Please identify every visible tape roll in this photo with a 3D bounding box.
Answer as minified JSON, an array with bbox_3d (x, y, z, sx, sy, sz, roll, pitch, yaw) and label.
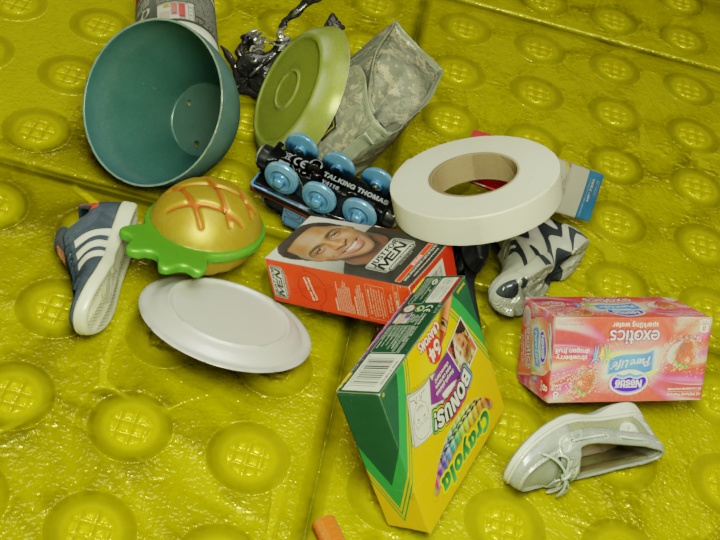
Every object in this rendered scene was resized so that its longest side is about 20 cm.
[{"bbox_3d":[0.132,-0.095,1.316,0.199,0.038,0.204,-8,32,5],"label":"tape roll"}]

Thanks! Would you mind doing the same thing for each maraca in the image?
[{"bbox_3d":[-0.190,-0.045,1.317,0.135,0.109,0.200,23,30,18],"label":"maraca"}]

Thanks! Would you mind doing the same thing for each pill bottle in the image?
[{"bbox_3d":[-0.252,-0.314,1.575,0.114,0.117,0.202,2,45,-14],"label":"pill bottle"}]

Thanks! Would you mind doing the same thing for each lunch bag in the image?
[{"bbox_3d":[-0.002,-0.200,1.483,0.117,0.163,0.201,41,42,-14],"label":"lunch bag"}]

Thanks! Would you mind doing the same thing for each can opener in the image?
[{"bbox_3d":[0.118,0.024,1.384,0.062,0.079,0.203,11,54,-7],"label":"can opener"}]

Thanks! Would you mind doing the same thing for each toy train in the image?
[{"bbox_3d":[-0.042,-0.085,1.405,0.197,0.115,0.087,24,50,9],"label":"toy train"}]

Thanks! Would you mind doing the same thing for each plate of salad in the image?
[{"bbox_3d":[-0.151,0.065,1.266,0.197,0.049,0.201,18,22,-7],"label":"plate of salad"}]

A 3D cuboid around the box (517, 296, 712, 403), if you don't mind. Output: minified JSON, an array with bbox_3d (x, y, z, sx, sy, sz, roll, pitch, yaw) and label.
[{"bbox_3d":[0.289,0.090,1.314,0.196,0.105,0.095,2,12,-16],"label":"box"}]

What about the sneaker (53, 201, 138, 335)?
[{"bbox_3d":[-0.311,-0.005,1.286,0.083,0.076,0.202,7,38,1],"label":"sneaker"}]

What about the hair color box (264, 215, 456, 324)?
[{"bbox_3d":[0.000,0.000,1.300,0.197,0.062,0.102,10,38,32],"label":"hair color box"}]

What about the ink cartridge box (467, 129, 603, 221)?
[{"bbox_3d":[0.209,-0.124,1.469,0.115,0.068,0.198,25,9,41],"label":"ink cartridge box"}]

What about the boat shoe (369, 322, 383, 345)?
[{"bbox_3d":[0.053,0.055,1.326,0.071,0.068,0.202,17,43,2],"label":"boat shoe"}]

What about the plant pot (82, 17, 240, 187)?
[{"bbox_3d":[-0.228,-0.199,1.437,0.199,0.202,0.134,35,10,20],"label":"plant pot"}]

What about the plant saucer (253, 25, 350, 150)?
[{"bbox_3d":[-0.085,-0.229,1.482,0.031,0.200,0.202,22,37,-31],"label":"plant saucer"}]

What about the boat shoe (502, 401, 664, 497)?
[{"bbox_3d":[0.241,0.198,1.235,0.199,0.075,0.065,-9,44,-33],"label":"boat shoe"}]

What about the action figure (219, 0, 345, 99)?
[{"bbox_3d":[-0.117,-0.303,1.615,0.199,0.102,0.119,-41,92,0],"label":"action figure"}]

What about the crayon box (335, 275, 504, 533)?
[{"bbox_3d":[0.069,0.133,1.177,0.057,0.175,0.200,-1,33,35],"label":"crayon box"}]

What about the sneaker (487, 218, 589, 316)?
[{"bbox_3d":[0.188,-0.026,1.440,0.129,0.080,0.198,36,48,23],"label":"sneaker"}]

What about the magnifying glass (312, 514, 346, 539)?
[{"bbox_3d":[0.004,0.320,1.082,0.078,0.023,0.201,-11,52,-25],"label":"magnifying glass"}]
